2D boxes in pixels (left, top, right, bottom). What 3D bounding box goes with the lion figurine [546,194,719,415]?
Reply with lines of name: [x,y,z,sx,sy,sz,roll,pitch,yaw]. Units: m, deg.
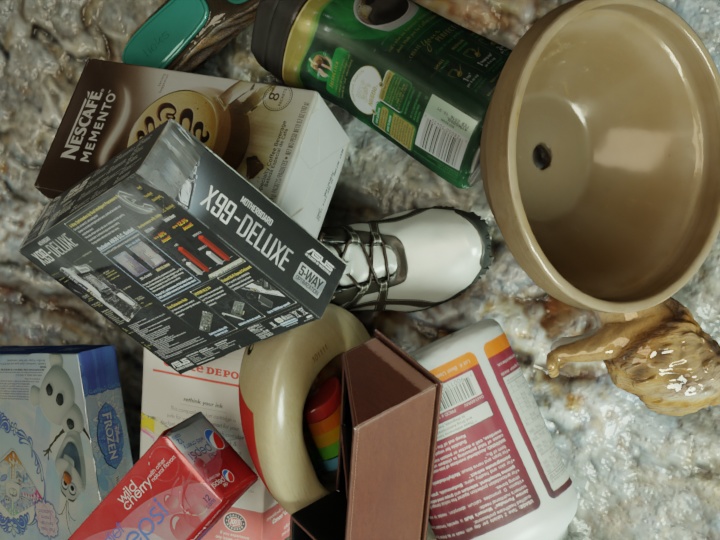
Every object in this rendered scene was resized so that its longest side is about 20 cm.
lion figurine: [0.183,0.008,1.034,0.121,0.072,0.203,-13,88,14]

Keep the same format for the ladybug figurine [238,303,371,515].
ladybug figurine: [-0.038,0.110,1.102,0.071,0.136,0.202,13,133,34]

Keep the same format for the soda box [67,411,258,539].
soda box: [-0.169,0.202,1.100,0.070,0.063,0.200,46,112,10]

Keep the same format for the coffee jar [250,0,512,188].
coffee jar: [0.022,-0.148,1.057,0.199,0.104,0.086,33,135,15]

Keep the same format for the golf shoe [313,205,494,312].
golf shoe: [0.000,0.000,1.096,0.198,0.094,0.079,-11,90,22]

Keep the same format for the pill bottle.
pill bottle: [0.092,0.147,1.071,0.109,0.109,0.202,-25,88,24]

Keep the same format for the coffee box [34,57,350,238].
coffee box: [-0.123,-0.078,1.078,0.198,0.080,0.114,11,71,24]

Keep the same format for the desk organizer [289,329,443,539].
desk organizer: [0.000,0.152,1.035,0.072,0.076,0.202,36,136,38]

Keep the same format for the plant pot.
plant pot: [0.146,-0.077,0.968,0.092,0.199,0.204,6,103,57]

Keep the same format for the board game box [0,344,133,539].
board game box: [-0.263,0.164,1.225,0.198,0.043,0.202,-3,97,44]

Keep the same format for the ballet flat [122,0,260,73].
ballet flat: [-0.100,-0.211,1.120,0.199,0.067,0.069,-34,77,23]

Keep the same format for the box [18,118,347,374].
box: [-0.128,-0.009,1.014,0.157,0.050,0.199,39,147,-19]

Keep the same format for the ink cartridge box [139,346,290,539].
ink cartridge box: [-0.111,0.114,1.174,0.115,0.067,0.203,9,103,21]
